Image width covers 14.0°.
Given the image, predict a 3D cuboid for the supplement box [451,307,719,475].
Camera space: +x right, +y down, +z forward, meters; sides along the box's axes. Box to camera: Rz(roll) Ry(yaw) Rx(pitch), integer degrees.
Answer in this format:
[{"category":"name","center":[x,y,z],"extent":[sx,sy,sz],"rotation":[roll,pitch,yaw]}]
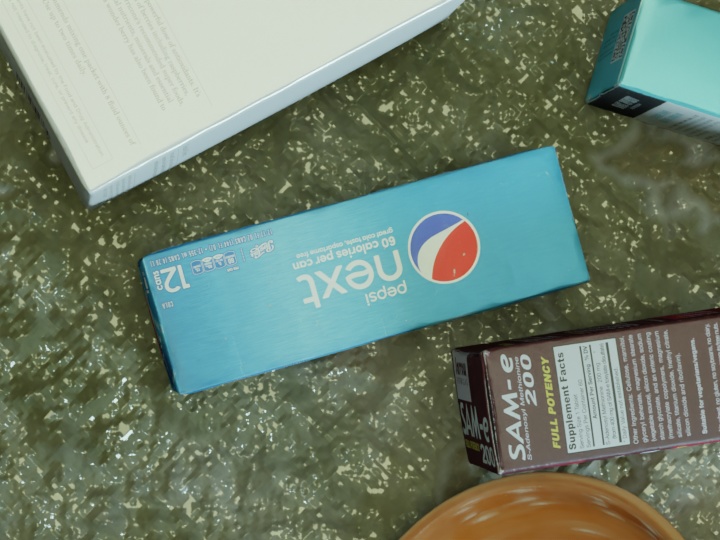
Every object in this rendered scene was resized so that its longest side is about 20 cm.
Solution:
[{"category":"supplement box","center":[0.150,0.050,1.358],"extent":[0.200,0.109,0.061],"rotation":[-8,90,-5]}]

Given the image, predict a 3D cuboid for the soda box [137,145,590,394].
[{"category":"soda box","center":[0.000,0.000,1.366],"extent":[0.200,0.064,0.068],"rotation":[-15,91,-6]}]

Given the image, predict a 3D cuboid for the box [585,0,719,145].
[{"category":"box","center":[0.213,-0.077,1.381],"extent":[0.200,0.082,0.049],"rotation":[17,86,-6]}]

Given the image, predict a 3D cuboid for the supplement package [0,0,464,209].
[{"category":"supplement package","center":[-0.065,-0.128,1.335],"extent":[0.200,0.120,0.121],"rotation":[-28,90,-6]}]

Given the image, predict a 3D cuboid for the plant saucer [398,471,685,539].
[{"category":"plant saucer","center":[0.081,0.193,1.338],"extent":[0.200,0.037,0.201],"rotation":[-11,68,27]}]
